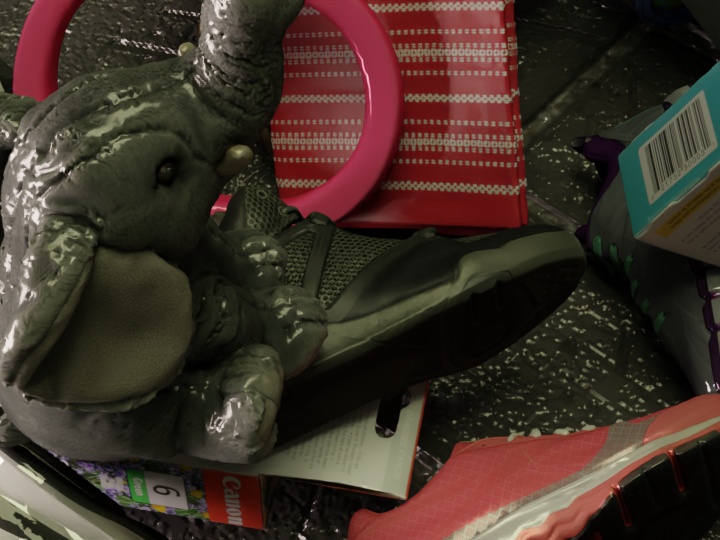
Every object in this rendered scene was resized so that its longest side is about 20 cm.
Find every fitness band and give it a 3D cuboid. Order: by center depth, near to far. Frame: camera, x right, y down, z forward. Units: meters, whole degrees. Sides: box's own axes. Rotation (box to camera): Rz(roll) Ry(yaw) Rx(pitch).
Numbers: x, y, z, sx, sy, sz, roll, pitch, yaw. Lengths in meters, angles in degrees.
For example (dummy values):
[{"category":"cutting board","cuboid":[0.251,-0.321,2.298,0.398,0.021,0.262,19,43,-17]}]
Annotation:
[{"category":"fitness band","cuboid":[-0.075,-0.089,0.769,0.197,0.146,0.037,8,11,8]}]

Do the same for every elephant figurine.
[{"category":"elephant figurine","cuboid":[-0.094,-0.019,0.575,0.140,0.201,0.156,18,64,22]}]

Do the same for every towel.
[{"category":"towel","cuboid":[0.013,-0.116,0.772,0.143,0.203,0.022,2,15,29]}]

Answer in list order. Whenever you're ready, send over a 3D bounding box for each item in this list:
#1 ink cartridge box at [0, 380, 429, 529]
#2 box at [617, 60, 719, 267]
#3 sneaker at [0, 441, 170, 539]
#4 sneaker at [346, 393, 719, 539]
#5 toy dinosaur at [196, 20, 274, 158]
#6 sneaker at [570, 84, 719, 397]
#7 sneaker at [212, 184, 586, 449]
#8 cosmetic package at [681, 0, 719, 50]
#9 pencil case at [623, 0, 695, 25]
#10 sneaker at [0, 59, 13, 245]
[{"category":"ink cartridge box","cuboid":[-0.067,0.061,0.743,0.197,0.051,0.110,8,50,7]},{"category":"box","cuboid":[0.224,-0.031,0.729,0.198,0.082,0.050,15,51,-27]},{"category":"sneaker","cuboid":[-0.112,0.167,0.663,0.199,0.076,0.116,34,85,10]},{"category":"sneaker","cuboid":[0.080,0.095,0.689,0.198,0.074,0.087,-27,47,-9]},{"category":"toy dinosaur","cuboid":[0.004,-0.085,0.839,0.134,0.086,0.201,-25,62,-15]},{"category":"sneaker","cuboid":[0.154,0.004,0.787,0.087,0.074,0.202,-19,51,25]},{"category":"sneaker","cuboid":[0.000,0.000,0.710,0.197,0.077,0.115,-21,59,-9]},{"category":"cosmetic package","cuboid":[0.201,-0.193,0.823,0.085,0.200,0.108,-43,17,-6]},{"category":"pencil case","cuboid":[0.155,-0.234,0.953,0.087,0.078,0.201,-38,56,6]},{"category":"sneaker","cuboid":[-0.216,-0.060,0.787,0.073,0.112,0.201,-39,39,14]}]
